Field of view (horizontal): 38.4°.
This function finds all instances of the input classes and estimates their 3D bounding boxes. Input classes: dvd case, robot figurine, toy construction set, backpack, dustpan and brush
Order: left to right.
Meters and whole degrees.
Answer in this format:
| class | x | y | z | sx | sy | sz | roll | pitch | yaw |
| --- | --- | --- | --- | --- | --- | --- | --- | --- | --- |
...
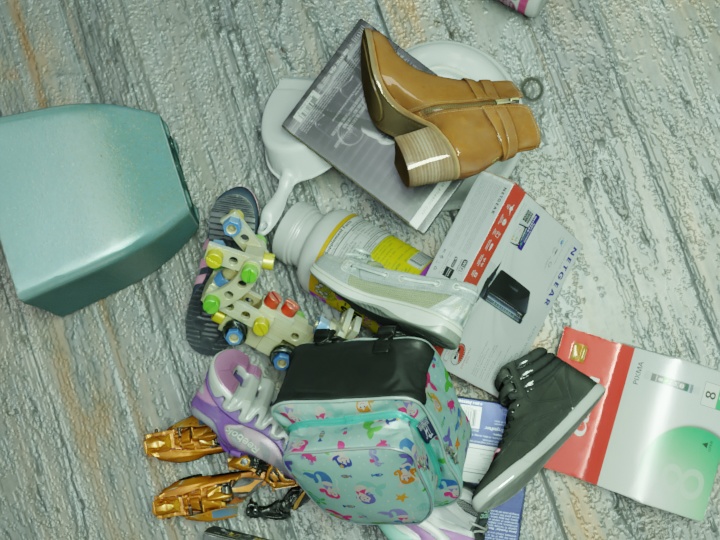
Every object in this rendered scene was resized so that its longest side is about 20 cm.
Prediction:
| class | x | y | z | sx | sy | sz | roll | pitch | yaw |
| --- | --- | --- | --- | --- | --- | --- | --- | --- | --- |
| robot figurine | -0.144 | 0.221 | 1.186 | 0.196 | 0.058 | 0.148 | -11 | 86 | 5 |
| toy construction set | -0.092 | 0.037 | 1.128 | 0.199 | 0.092 | 0.132 | 35 | 116 | -1 |
| dustpan and brush | -0.074 | -0.130 | 1.177 | 0.138 | 0.058 | 0.202 | 10 | 54 | 31 |
| backpack | 0.020 | 0.171 | 1.045 | 0.175 | 0.201 | 0.153 | -6 | 51 | 24 |
| dvd case | 0.034 | -0.158 | 1.127 | 0.199 | 0.016 | 0.150 | 37 | 87 | 8 |

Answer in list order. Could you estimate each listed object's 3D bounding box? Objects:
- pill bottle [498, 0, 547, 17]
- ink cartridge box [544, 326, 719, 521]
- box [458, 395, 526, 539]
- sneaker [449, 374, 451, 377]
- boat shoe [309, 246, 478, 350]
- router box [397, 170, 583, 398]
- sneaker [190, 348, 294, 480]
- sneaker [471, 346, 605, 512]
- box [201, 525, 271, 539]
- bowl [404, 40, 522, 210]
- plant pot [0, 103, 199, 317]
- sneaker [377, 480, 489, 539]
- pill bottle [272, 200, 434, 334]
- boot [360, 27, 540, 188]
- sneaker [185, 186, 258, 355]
| class | x | y | z | sx | sy | sz | roll | pitch | yaw |
| --- | --- | --- | --- | --- | --- | --- | --- | --- | --- |
| pill bottle | 0.138 | -0.384 | 1.177 | 0.198 | 0.113 | 0.115 | 30 | 89 | 7 |
| ink cartridge box | 0.301 | 0.166 | 1.136 | 0.197 | 0.050 | 0.164 | 17 | 87 | -5 |
| box | 0.127 | 0.247 | 1.169 | 0.119 | 0.032 | 0.204 | 8 | 85 | 7 |
| sneaker | 0.006 | 0.137 | 1.148 | 0.196 | 0.090 | 0.080 | 1 | 95 | 16 |
| boat shoe | 0.031 | 0.018 | 1.041 | 0.200 | 0.074 | 0.065 | 21 | 77 | 44 |
| router box | 0.143 | 0.020 | 1.115 | 0.049 | 0.179 | 0.202 | 27 | 88 | 41 |
| sneaker | -0.105 | 0.176 | 1.121 | 0.200 | 0.081 | 0.088 | 43 | 120 | -14 |
| sneaker | 0.164 | 0.163 | 1.101 | 0.099 | 0.071 | 0.199 | 41 | 66 | 20 |
| box | -0.097 | 0.394 | 1.173 | 0.196 | 0.048 | 0.162 | 11 | 87 | 7 |
| bowl | 0.092 | -0.175 | 1.178 | 0.197 | 0.090 | 0.205 | 0 | 85 | 5 |
| plant pot | -0.293 | -0.081 | 1.164 | 0.197 | 0.196 | 0.200 | -19 | 84 | -4 |
| sneaker | 0.123 | 0.287 | 1.112 | 0.140 | 0.078 | 0.200 | -44 | 83 | 2 |
| pill bottle | 0.000 | 0.000 | 1.159 | 0.198 | 0.104 | 0.105 | 30 | 89 | 18 |
| boot | 0.089 | -0.183 | 1.088 | 0.152 | 0.074 | 0.203 | -17 | 68 | -11 |
| sneaker | -0.154 | -0.001 | 1.206 | 0.069 | 0.082 | 0.203 | 17 | 109 | -4 |
